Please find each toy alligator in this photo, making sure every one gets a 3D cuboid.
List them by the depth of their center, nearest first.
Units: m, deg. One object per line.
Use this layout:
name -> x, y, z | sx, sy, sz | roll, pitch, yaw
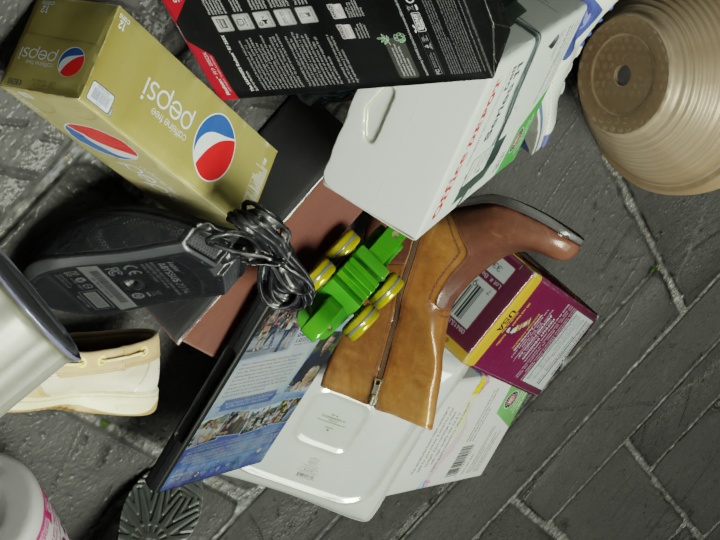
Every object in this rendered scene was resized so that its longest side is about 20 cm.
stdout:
toy alligator -> 0.000, 0.000, 1.013 | 0.054, 0.059, 0.200 | -40, -173, 46

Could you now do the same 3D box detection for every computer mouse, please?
computer mouse -> -0.135, -0.013, 0.903 | 0.198, 0.053, 0.139 | -6, 154, 9

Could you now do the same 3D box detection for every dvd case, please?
dvd case -> -0.081, 0.090, 1.060 | 0.142, 0.018, 0.201 | -6, 134, -57

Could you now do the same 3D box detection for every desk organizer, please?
desk organizer -> -0.074, -0.030, 1.000 | 0.200, 0.072, 0.077 | -48, 150, 2

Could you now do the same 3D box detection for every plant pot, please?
plant pot -> 0.250, -0.164, 1.111 | 0.092, 0.201, 0.202 | -3, 128, -40

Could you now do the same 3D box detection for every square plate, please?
square plate -> -0.026, 0.130, 1.178 | 0.199, 0.028, 0.199 | 23, 109, -24

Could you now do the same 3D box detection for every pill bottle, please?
pill bottle -> -0.273, 0.235, 1.013 | 0.113, 0.113, 0.201 | -34, 146, -19

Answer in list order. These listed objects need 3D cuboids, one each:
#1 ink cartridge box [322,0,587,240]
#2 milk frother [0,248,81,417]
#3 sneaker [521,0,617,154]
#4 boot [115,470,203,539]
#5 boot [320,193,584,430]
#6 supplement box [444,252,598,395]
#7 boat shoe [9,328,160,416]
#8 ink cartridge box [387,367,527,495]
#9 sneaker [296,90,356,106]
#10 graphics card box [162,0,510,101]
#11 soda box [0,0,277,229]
ink cartridge box -> 0.070, -0.127, 0.936 | 0.200, 0.083, 0.147 | -39, 157, -55
milk frother -> -0.271, 0.067, 0.744 | 0.188, 0.200, 0.181 | -40, 130, -6
sneaker -> 0.164, -0.197, 1.084 | 0.115, 0.081, 0.200 | -30, 142, -20
boot -> -0.200, 0.288, 1.181 | 0.201, 0.065, 0.166 | 110, 0, -50
boot -> 0.073, 0.032, 1.078 | 0.068, 0.187, 0.202 | 11, 94, -75
supplement box -> 0.118, 0.024, 1.207 | 0.103, 0.131, 0.200 | -51, 153, 6
boat shoe -> -0.229, 0.060, 0.928 | 0.199, 0.073, 0.070 | 8, 97, -43
ink cartridge box -> 0.067, 0.141, 1.326 | 0.199, 0.084, 0.146 | -2, 126, -48
sneaker -> -0.010, -0.190, 0.897 | 0.095, 0.079, 0.201 | -26, 141, -26
graphics card box -> -0.022, -0.168, 0.788 | 0.126, 0.199, 0.051 | 61, 40, -40
soda box -> -0.135, -0.096, 0.847 | 0.200, 0.067, 0.064 | 42, 65, -57
